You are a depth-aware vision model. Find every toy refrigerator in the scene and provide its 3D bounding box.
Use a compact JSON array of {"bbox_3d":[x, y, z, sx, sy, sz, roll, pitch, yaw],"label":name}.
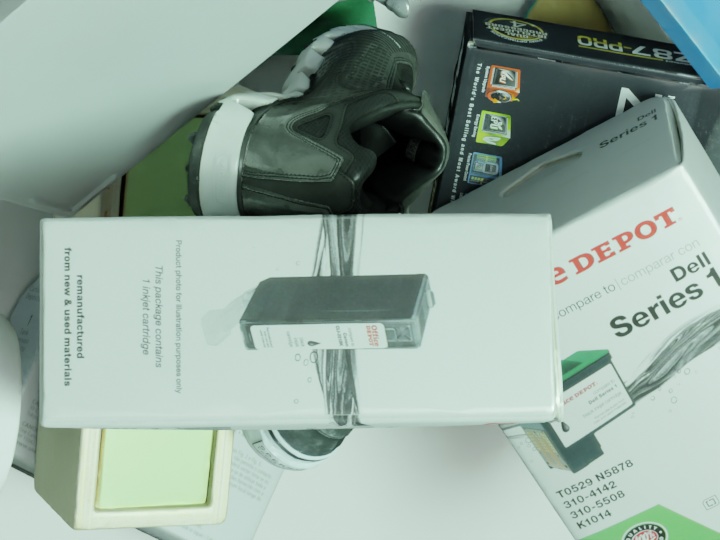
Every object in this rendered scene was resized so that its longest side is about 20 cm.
[{"bbox_3d":[-0.096,0.013,1.109,0.076,0.070,0.200,1,102,-25],"label":"toy refrigerator"}]

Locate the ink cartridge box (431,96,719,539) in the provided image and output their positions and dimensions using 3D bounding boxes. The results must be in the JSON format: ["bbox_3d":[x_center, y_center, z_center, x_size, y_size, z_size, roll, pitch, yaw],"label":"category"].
[{"bbox_3d":[0.135,0.040,1.173,0.146,0.084,0.200,-29,112,15],"label":"ink cartridge box"}]

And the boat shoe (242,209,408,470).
[{"bbox_3d":[0.000,0.000,1.137,0.072,0.071,0.200,30,54,-31],"label":"boat shoe"}]

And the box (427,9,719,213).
[{"bbox_3d":[0.113,-0.020,1.219,0.161,0.049,0.200,10,116,-4],"label":"box"}]

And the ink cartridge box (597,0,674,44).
[{"bbox_3d":[0.193,-0.144,1.259,0.115,0.068,0.200,-41,126,-9],"label":"ink cartridge box"}]

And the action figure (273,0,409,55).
[{"bbox_3d":[-0.075,-0.132,1.127,0.200,0.055,0.118,-12,120,-20],"label":"action figure"}]

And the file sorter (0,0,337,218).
[{"bbox_3d":[-0.111,-0.137,0.982,0.200,0.125,0.139,-38,153,20],"label":"file sorter"}]

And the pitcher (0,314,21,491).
[{"bbox_3d":[-0.263,0.072,1.087,0.200,0.121,0.172,5,130,-20],"label":"pitcher"}]

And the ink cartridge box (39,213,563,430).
[{"bbox_3d":[-0.024,0.023,0.993,0.200,0.144,0.084,0,86,-2],"label":"ink cartridge box"}]

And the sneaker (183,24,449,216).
[{"bbox_3d":[0.002,-0.059,1.072,0.200,0.090,0.066,-40,138,-63],"label":"sneaker"}]

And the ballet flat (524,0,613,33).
[{"bbox_3d":[0.120,-0.047,1.266,0.069,0.063,0.200,-18,120,-25],"label":"ballet flat"}]

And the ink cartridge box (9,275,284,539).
[{"bbox_3d":[-0.086,0.027,1.209,0.163,0.057,0.200,32,74,-36],"label":"ink cartridge box"}]

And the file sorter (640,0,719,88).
[{"bbox_3d":[0.209,-0.204,1.110,0.139,0.123,0.200,45,63,-35],"label":"file sorter"}]
